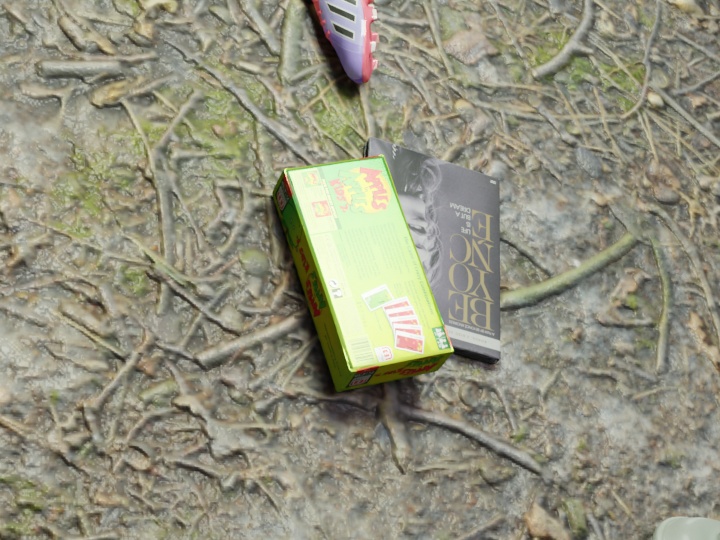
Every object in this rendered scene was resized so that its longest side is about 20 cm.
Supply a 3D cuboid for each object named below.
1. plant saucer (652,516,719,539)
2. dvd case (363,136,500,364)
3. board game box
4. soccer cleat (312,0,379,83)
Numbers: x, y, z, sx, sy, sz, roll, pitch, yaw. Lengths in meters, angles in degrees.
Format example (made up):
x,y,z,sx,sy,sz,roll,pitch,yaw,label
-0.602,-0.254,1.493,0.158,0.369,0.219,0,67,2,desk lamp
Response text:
x,y,z,sx,sy,sz,roll,pitch,yaw,label
0.356,0.286,1.467,0.199,0.050,0.200,29,24,-14,plant saucer
0.068,-0.021,1.537,0.148,0.016,0.201,16,59,-23,dvd case
0.000,0.000,1.450,0.101,0.048,0.201,-10,67,-23,board game box
-0.025,-0.273,1.598,0.076,0.067,0.201,-6,71,1,soccer cleat
